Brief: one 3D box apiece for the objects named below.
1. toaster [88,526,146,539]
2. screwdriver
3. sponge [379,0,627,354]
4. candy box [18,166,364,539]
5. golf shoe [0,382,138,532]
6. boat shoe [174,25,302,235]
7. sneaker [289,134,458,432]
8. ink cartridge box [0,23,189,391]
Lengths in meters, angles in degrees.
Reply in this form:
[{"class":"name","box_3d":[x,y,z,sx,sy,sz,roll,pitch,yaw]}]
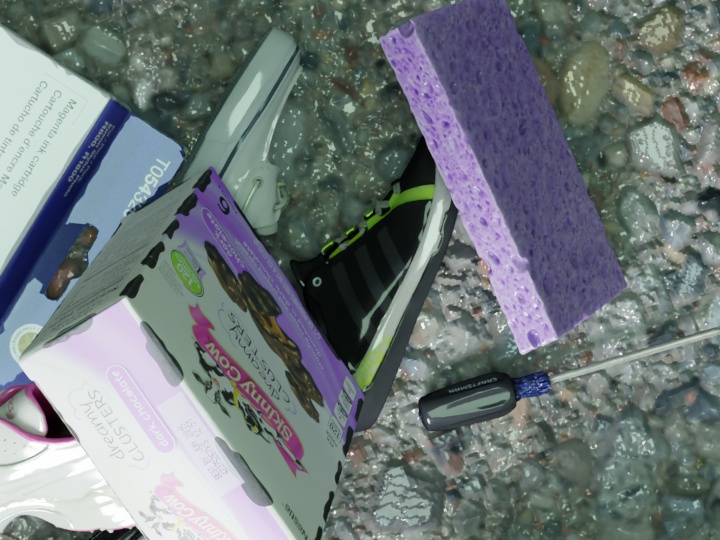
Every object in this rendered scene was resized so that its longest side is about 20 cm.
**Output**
[{"class":"toaster","box_3d":[-0.117,0.204,1.118,0.199,0.114,0.130,-38,97,-3]},{"class":"screwdriver","box_3d":[0.131,0.063,1.166,0.198,0.029,0.028,-15,94,2]},{"class":"sponge","box_3d":[0.088,-0.062,1.124,0.030,0.111,0.202,-22,94,35]},{"class":"candy box","box_3d":[-0.081,0.060,1.018,0.071,0.200,0.169,-29,105,18]},{"class":"golf shoe","box_3d":[-0.199,0.100,1.055,0.198,0.076,0.092,-9,125,4]},{"class":"boat shoe","box_3d":[-0.076,-0.045,1.135,0.066,0.074,0.201,28,103,-9]},{"class":"sneaker","box_3d":[0.000,0.000,1.137,0.082,0.072,0.202,21,91,-3]},{"class":"ink cartridge box","box_3d":[-0.234,-0.044,1.134,0.199,0.043,0.198,32,90,-3]}]
